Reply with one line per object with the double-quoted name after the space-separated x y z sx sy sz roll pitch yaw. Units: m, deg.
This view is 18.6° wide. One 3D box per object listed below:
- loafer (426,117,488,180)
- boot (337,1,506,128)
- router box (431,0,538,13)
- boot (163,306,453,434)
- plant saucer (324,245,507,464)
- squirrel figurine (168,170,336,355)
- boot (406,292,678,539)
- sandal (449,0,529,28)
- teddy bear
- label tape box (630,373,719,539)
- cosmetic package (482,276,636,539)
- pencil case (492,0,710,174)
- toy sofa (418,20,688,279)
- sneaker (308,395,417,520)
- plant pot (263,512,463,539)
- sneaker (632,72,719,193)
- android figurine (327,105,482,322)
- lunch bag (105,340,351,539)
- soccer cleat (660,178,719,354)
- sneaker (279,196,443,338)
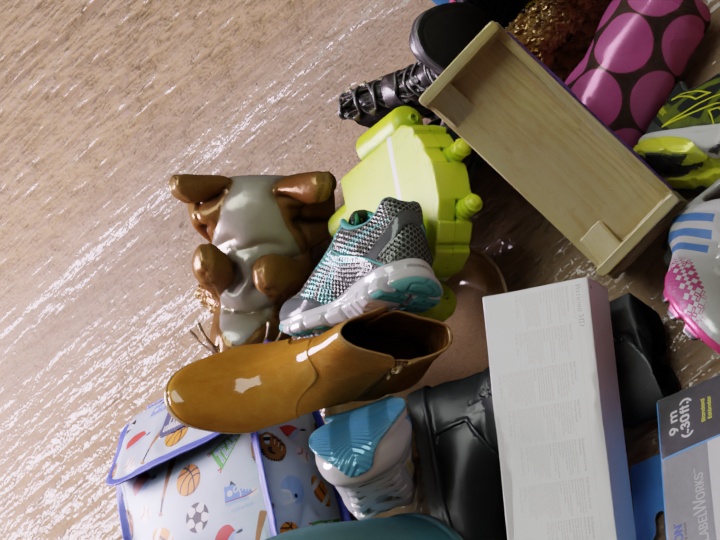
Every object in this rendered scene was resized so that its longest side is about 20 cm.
0.082 -0.113 1.778 0.072 0.063 0.200 -56 4 -18 "loafer"
0.051 -0.156 1.822 0.174 0.200 0.069 -18 76 35 "boot"
0.131 -0.293 1.844 0.200 0.149 0.051 -31 39 32 "router box"
-0.041 0.069 1.667 0.144 0.201 0.071 130 132 -64 "boot"
0.054 0.075 1.767 0.200 0.035 0.200 -29 45 34 "plant saucer"
-0.087 0.014 1.904 0.200 0.141 0.187 38 -129 -87 "squirrel figurine"
0.144 0.127 1.610 0.200 0.066 0.165 -23 70 19 "boot"
0.105 -0.233 1.834 0.200 0.075 0.045 121 137 -60 "sandal"
0.184 -0.236 1.755 0.067 0.145 0.200 37 99 37 "teddy bear"
0.247 0.148 1.471 0.200 0.063 0.144 -28 46 34 "label tape box"
0.142 0.111 1.548 0.083 0.051 0.200 -12 73 25 "cosmetic package"
0.193 -0.137 1.723 0.200 0.091 0.094 -57 4 -2 "pencil case"
0.144 -0.090 1.629 0.200 0.098 0.083 44 99 7 "toy sofa"
0.010 0.142 1.619 0.076 0.200 0.081 -18 90 4 "sneaker"
-0.036 0.272 1.555 0.200 0.188 0.200 -9 79 54 "plant pot"
0.284 -0.111 1.604 0.200 0.074 0.085 -2 60 46 "sneaker"
0.037 -0.041 1.745 0.200 0.041 0.182 -39 57 54 "android figurine"
-0.111 0.176 1.785 0.170 0.124 0.200 -29 60 30 "lunch bag"
0.254 -0.010 1.525 0.086 0.070 0.200 -53 14 21 "soccer cleat"
0.000 0.000 1.712 0.200 0.078 0.091 -25 62 54 "sneaker"
